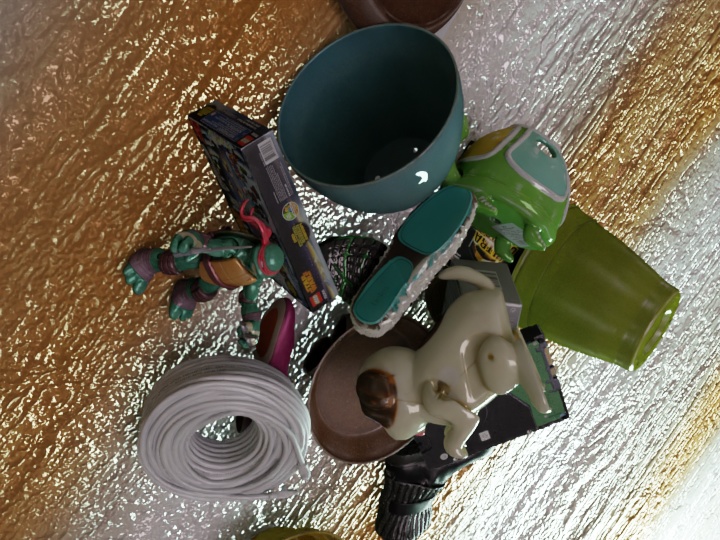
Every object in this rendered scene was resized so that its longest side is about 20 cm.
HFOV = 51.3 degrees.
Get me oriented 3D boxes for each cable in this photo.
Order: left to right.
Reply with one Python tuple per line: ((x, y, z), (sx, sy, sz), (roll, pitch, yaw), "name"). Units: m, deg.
((-0.156, 0.184, 0.866), (0.196, 0.070, 0.203), (-3, 125, -10), "cable")

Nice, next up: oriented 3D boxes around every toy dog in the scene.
((0.089, 0.114, 0.835), (0.198, 0.140, 0.196), (-25, 98, 10), "toy dog")

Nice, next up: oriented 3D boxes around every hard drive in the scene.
((0.153, 0.162, 0.949), (0.197, 0.038, 0.141), (-22, 119, 7), "hard drive")

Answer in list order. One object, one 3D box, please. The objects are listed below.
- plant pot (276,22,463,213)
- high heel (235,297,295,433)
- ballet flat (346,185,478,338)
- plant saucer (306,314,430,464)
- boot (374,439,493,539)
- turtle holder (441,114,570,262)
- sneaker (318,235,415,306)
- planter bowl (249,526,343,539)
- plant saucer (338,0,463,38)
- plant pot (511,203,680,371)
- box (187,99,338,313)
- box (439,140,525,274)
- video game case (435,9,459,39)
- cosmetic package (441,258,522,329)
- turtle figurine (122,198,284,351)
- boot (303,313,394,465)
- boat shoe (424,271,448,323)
((0.027, -0.141, 0.811), (0.201, 0.199, 0.135), (-48, 146, -6), "plant pot")
((-0.088, 0.120, 0.922), (0.095, 0.068, 0.202), (5, 123, -26), "high heel")
((0.059, -0.007, 0.838), (0.201, 0.071, 0.072), (-49, 130, -9), "ballet flat")
((0.015, 0.146, 0.950), (0.197, 0.037, 0.204), (-10, 111, -27), "plant saucer")
((0.117, 0.321, 1.154), (0.207, 0.079, 0.161), (-6, 109, -21), "boot")
((0.166, -0.109, 0.911), (0.133, 0.183, 0.141), (-62, 168, -12), "turtle holder")
((0.000, 0.000, 0.892), (0.199, 0.084, 0.079), (20, 92, -59), "sneaker")
((-0.116, 0.421, 1.035), (0.198, 0.083, 0.204), (-16, 119, -30), "planter bowl")
((0.058, -0.341, 0.800), (0.198, 0.034, 0.204), (-17, 122, -29), "plant saucer")
((0.338, 0.039, 1.069), (0.199, 0.192, 0.203), (-35, 144, -31), "plant pot")
((-0.101, -0.066, 0.778), (0.040, 0.137, 0.202), (-33, 126, -17), "box")
((0.177, -0.060, 1.040), (0.199, 0.049, 0.161), (32, 89, -41), "box")
((0.070, -0.385, 0.823), (0.199, 0.022, 0.184), (29, 93, -40), "video game case")
((0.150, 0.099, 0.997), (0.088, 0.107, 0.203), (6, 118, -6), "cosmetic package")
((-0.140, 0.006, 0.749), (0.151, 0.198, 0.101), (59, 45, -27), "turtle figurine")
((-0.016, 0.153, 0.998), (0.145, 0.070, 0.202), (28, 93, -34), "boot")
((0.160, 0.070, 1.079), (0.073, 0.065, 0.200), (-34, 115, 20), "boat shoe")
